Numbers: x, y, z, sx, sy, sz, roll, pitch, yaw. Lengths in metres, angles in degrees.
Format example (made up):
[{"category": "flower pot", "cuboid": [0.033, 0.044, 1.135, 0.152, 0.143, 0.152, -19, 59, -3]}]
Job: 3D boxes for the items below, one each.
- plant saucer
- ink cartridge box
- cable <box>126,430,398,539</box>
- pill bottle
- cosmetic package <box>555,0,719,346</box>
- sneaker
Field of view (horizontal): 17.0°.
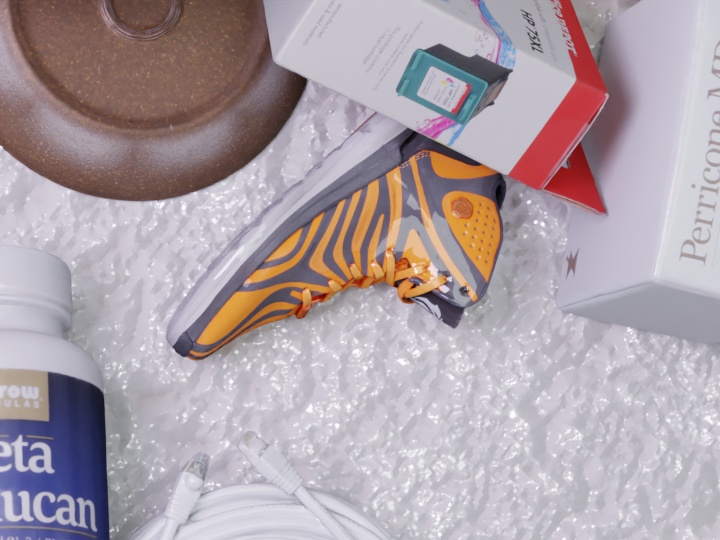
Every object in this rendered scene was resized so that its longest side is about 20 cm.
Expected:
[{"category": "plant saucer", "cuboid": [-0.116, -0.138, 1.254, 0.200, 0.037, 0.201, 1, 84, -14]}, {"category": "ink cartridge box", "cuboid": [0.051, -0.116, 1.228, 0.199, 0.116, 0.067, 24, 118, -22]}, {"category": "cable", "cuboid": [-0.050, 0.208, 1.220, 0.200, 0.069, 0.200, 37, 79, -8]}, {"category": "pill bottle", "cuboid": [-0.178, 0.095, 1.169, 0.111, 0.111, 0.201, 0, 70, -13]}, {"category": "cosmetic package", "cuboid": [0.229, -0.045, 1.260, 0.199, 0.166, 0.168, 12, 82, -11]}, {"category": "sneaker", "cuboid": [0.000, 0.000, 1.247, 0.200, 0.078, 0.112, -42, 94, -14]}]
